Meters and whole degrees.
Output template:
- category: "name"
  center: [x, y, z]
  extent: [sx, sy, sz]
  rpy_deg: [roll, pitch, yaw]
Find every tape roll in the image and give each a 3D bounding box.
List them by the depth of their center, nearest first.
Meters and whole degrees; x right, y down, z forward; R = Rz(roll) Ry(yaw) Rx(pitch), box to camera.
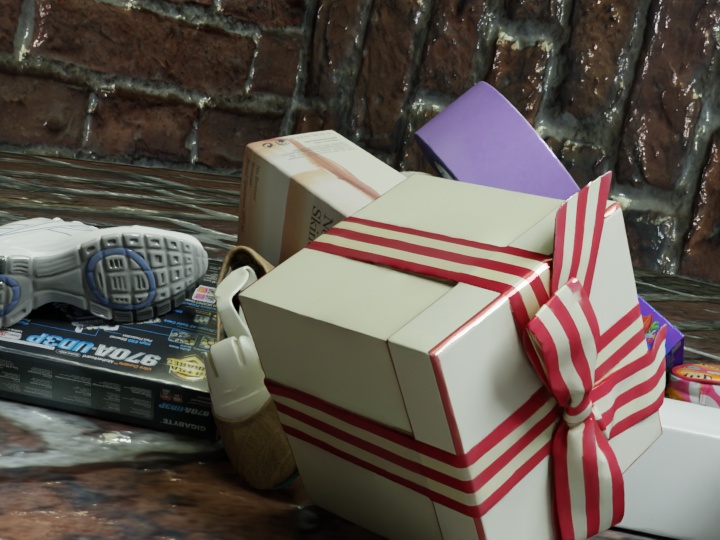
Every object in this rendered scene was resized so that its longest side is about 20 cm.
- category: "tape roll"
  center: [0.144, -0.079, 1.253]
  extent: [0.200, 0.085, 0.200]
  rpy_deg: [53, 2, -3]

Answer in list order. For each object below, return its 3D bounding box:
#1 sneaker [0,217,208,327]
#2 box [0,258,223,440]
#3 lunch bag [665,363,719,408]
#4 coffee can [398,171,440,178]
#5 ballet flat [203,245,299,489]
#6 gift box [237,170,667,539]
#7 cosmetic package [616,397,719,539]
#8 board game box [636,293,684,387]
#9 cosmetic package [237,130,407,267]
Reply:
- category: "sneaker"
  center: [-0.210, -0.011, 0.927]
  extent: [0.199, 0.075, 0.087]
  rpy_deg: [-2, 31, -15]
- category: "box"
  center: [-0.180, 0.041, 0.960]
  extent: [0.199, 0.046, 0.159]
  rpy_deg: [10, 34, 2]
- category: "lunch bag"
  center: [0.376, 0.135, 1.157]
  extent: [0.199, 0.082, 0.176]
  rpy_deg: [13, 7, 25]
- category: "coffee can"
  center: [0.061, 0.001, 1.278]
  extent: [0.146, 0.147, 0.200]
  rpy_deg: [12, -10, 15]
- category: "ballet flat"
  center: [-0.074, 0.053, 0.863]
  extent: [0.068, 0.072, 0.200]
  rpy_deg: [-21, 38, 14]
- category: "gift box"
  center: [0.070, 0.044, 0.749]
  extent: [0.200, 0.185, 0.186]
  rpy_deg: [-40, 35, -29]
- category: "cosmetic package"
  center: [0.168, 0.127, 0.918]
  extent: [0.199, 0.082, 0.113]
  rpy_deg: [13, 7, 7]
- category: "board game box"
  center: [0.234, 0.053, 1.197]
  extent: [0.134, 0.045, 0.200]
  rpy_deg: [44, -2, 21]
- category: "cosmetic package"
  center: [-0.002, -0.018, 0.952]
  extent: [0.087, 0.104, 0.200]
  rpy_deg: [-14, 33, -35]
